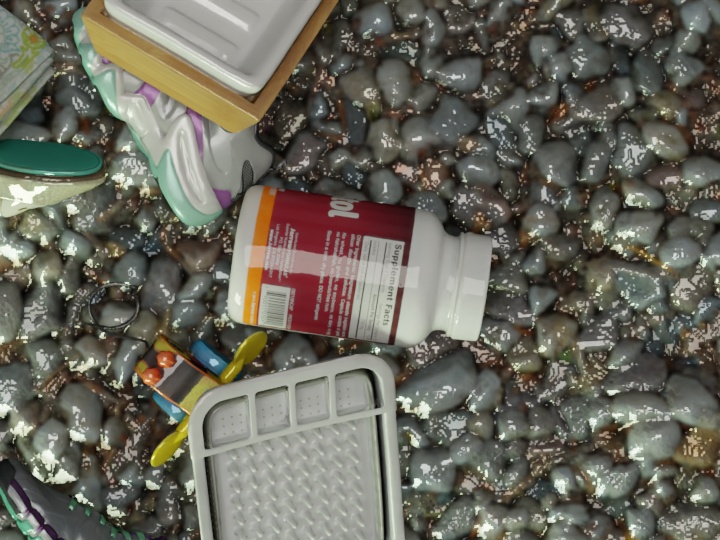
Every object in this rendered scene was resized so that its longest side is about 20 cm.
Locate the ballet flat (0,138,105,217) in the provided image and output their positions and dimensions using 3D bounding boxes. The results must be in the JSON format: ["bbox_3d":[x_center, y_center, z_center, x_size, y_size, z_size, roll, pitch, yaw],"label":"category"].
[{"bbox_3d":[-0.304,-0.076,1.758,0.200,0.067,0.062,9,120,4],"label":"ballet flat"}]

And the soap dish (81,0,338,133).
[{"bbox_3d":[-0.109,-0.212,1.698,0.157,0.081,0.200,30,53,0],"label":"soap dish"}]

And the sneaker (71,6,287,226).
[{"bbox_3d":[-0.133,-0.150,1.745,0.140,0.078,0.200,-32,99,-1],"label":"sneaker"}]

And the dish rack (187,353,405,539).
[{"bbox_3d":[-0.054,0.163,1.715,0.172,0.044,0.200,-13,113,-20],"label":"dish rack"}]

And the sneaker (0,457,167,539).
[{"bbox_3d":[-0.213,0.218,1.753,0.088,0.074,0.200,-38,99,-13],"label":"sneaker"}]

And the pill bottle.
[{"bbox_3d":[0.000,0.000,1.721,0.200,0.113,0.113,9,90,0],"label":"pill bottle"}]

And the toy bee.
[{"bbox_3d":[-0.142,0.096,1.725,0.200,0.109,0.131,18,92,0],"label":"toy bee"}]

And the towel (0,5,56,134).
[{"bbox_3d":[-0.362,-0.169,1.719,0.200,0.048,0.171,37,54,-2],"label":"towel"}]
